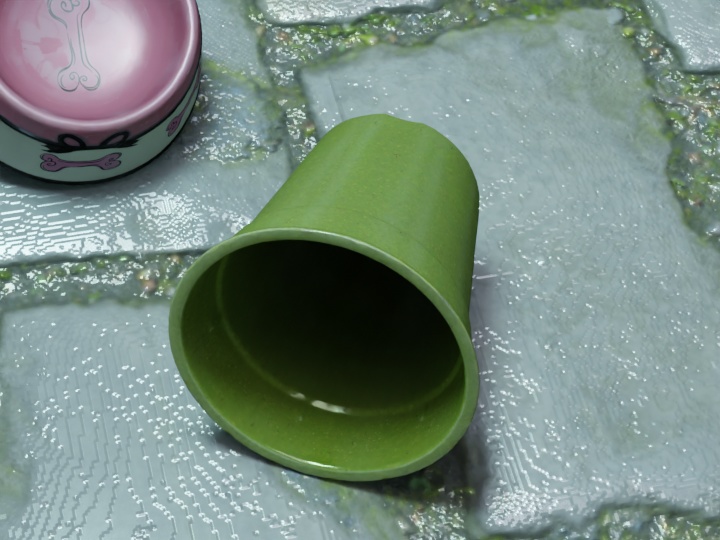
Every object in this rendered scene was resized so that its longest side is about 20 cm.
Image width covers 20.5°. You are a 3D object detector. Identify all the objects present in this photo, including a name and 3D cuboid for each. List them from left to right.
[{"bbox_3d":[-0.202,-0.166,1.408,0.199,0.074,0.201,5,75,-17],"label":"dog bowl"},{"bbox_3d":[0.000,0.000,1.293,0.199,0.201,0.190,15,40,7],"label":"plant pot"}]
